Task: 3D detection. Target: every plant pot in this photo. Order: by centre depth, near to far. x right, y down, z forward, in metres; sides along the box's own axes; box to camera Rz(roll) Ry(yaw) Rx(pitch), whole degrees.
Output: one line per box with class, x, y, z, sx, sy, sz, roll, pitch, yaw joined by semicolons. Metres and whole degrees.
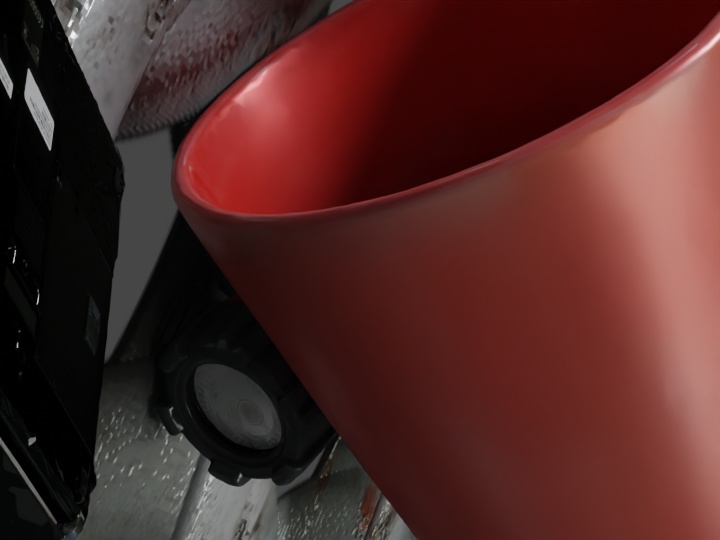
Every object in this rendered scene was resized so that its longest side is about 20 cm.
plant pot;0.061;0.004;0.716;0.201;0.199;0.178;-49;125;-43

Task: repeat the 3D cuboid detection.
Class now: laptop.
laptop;-0.137;0.013;0.563;0.178;0.103;0.201;75;15;-60

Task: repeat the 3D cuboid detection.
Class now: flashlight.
flashlight;0.000;0.000;0.828;0.200;0.067;0.068;-47;149;-44
